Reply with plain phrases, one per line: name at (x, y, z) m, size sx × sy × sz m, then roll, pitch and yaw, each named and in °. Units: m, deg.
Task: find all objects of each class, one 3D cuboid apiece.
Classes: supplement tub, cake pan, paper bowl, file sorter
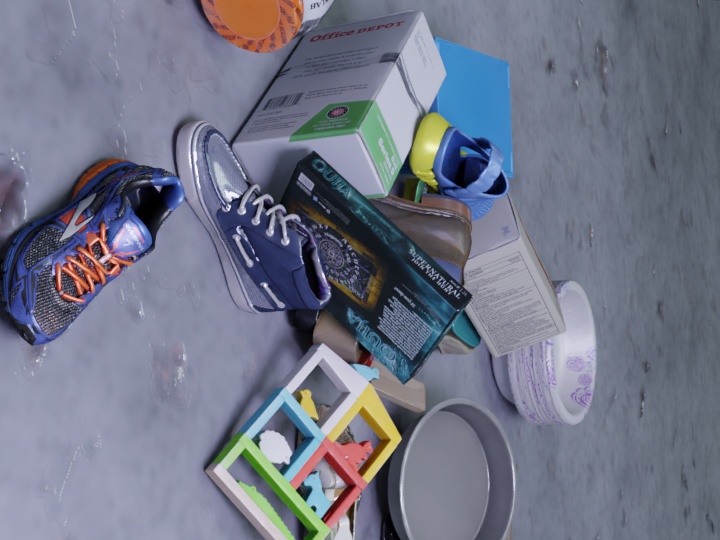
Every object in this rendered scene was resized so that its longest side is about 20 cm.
supplement tub at (-0.067, -0.302, 1.124) m, size 0.123 × 0.122 × 0.201 m, roll 63°, pitch 37°, yaw -35°
cake pan at (0.103, 0.246, 1.352) m, size 0.199 × 0.037 × 0.202 m, roll 6°, pitch 81°, yaw -44°
paper bowl at (0.254, 0.115, 1.660) m, size 0.200 × 0.104 × 0.202 m, roll 11°, pitch 77°, yaw -59°
file sorter at (0.082, -0.177, 1.370) m, size 0.200 × 0.122 × 0.140 m, roll -1°, pitch 89°, yaw -60°

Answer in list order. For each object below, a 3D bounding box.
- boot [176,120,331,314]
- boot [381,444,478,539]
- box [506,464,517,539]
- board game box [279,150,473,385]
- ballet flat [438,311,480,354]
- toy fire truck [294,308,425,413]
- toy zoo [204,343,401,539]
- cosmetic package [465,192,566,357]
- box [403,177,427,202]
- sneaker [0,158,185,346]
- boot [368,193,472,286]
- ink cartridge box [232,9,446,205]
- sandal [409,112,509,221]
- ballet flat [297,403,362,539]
boot at (-0.093, -0.050, 1.088) m, size 0.073 × 0.090 × 0.201 m, roll -56°, pitch 134°, yaw -46°
boot at (0.078, 0.274, 1.384) m, size 0.131 × 0.069 × 0.201 m, roll 5°, pitch 76°, yaw -51°
box at (0.150, 0.292, 1.538) m, size 0.200 × 0.032 × 0.122 m, roll 34°, pitch 59°, yaw -53°
board game box at (0.000, 0.000, 1.106) m, size 0.200 × 0.135 × 0.028 m, roll 44°, pitch 51°, yaw 10°
ballet flat at (0.086, 0.052, 1.409) m, size 0.200 × 0.069 × 0.070 m, roll 50°, pitch 46°, yaw -55°
toy fire truck at (0.023, 0.054, 1.276) m, size 0.200 × 0.128 × 0.177 m, roll 86°, pitch 23°, yaw -56°
toy zoo at (-0.041, 0.164, 1.132) m, size 0.131 × 0.020 × 0.200 m, roll 51°, pitch 58°, yaw -15°
cosmetic package at (0.166, 0.005, 1.411) m, size 0.200 × 0.103 × 0.088 m, roll 57°, pitch 18°, yaw -48°
box at (0.099, -0.040, 1.455) m, size 0.200 × 0.048 × 0.118 m, roll 22°, pitch 75°, yaw -60°
sneaker at (-0.203, -0.022, 0.907) m, size 0.076 × 0.078 × 0.201 m, roll 63°, pitch 38°, yaw -34°
boot at (0.013, -0.024, 1.163) m, size 0.075 × 0.198 × 0.097 m, roll 91°, pitch -1°, yaw -54°
ink cartridge box at (-0.015, -0.161, 1.176) m, size 0.084 × 0.145 × 0.201 m, roll 62°, pitch 38°, yaw -35°
sandal at (0.113, -0.092, 1.219) m, size 0.080 × 0.087 × 0.200 m, roll -68°, pitch 159°, yaw -4°
ballet flat at (-0.026, 0.237, 1.186) m, size 0.067 × 0.075 × 0.202 m, roll 0°, pitch 88°, yaw -15°
